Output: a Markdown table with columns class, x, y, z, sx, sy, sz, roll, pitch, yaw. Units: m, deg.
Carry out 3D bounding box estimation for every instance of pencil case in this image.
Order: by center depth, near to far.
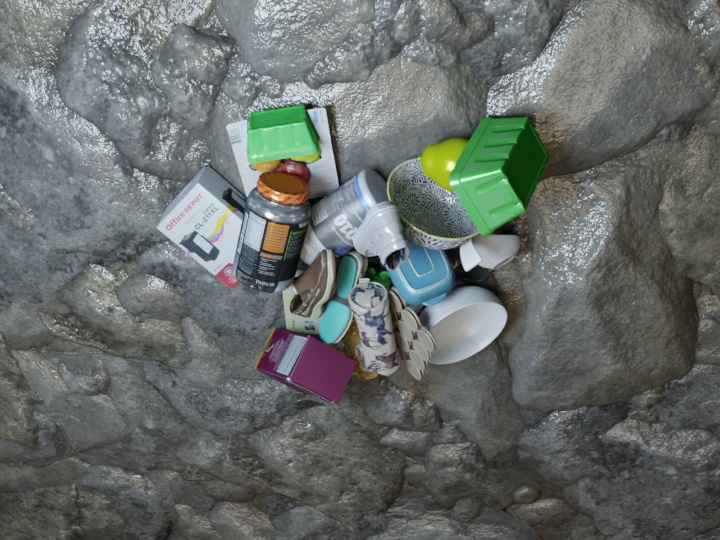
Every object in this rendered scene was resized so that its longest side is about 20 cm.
| class | x | y | z | sx | sy | sz | roll | pitch | yaw |
| --- | --- | --- | --- | --- | --- | --- | --- | --- | --- |
| pencil case | 0.029 | 0.112 | 1.476 | 0.077 | 0.090 | 0.202 | -18 | 129 | -6 |

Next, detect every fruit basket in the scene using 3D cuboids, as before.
| class | x | y | z | sx | sy | sz | roll | pitch | yaw |
| --- | --- | --- | --- | --- | --- | --- | --- | --- | --- |
| fruit basket | 0.208 | -0.175 | 1.327 | 0.214 | 0.217 | 0.156 | -27 | 116 | 21 |
| fruit basket | -0.140 | -0.210 | 1.400 | 0.183 | 0.095 | 0.201 | -9 | 141 | 2 |

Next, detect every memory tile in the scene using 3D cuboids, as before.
| class | x | y | z | sx | sy | sz | roll | pitch | yaw |
| --- | --- | --- | --- | --- | --- | --- | --- | --- | --- |
| memory tile | 0.091 | 0.128 | 1.495 | 0.154 | 0.017 | 0.201 | 50 | 158 | 19 |

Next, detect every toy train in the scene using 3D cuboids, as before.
| class | x | y | z | sx | sy | sz | roll | pitch | yaw |
| --- | --- | --- | --- | --- | --- | --- | --- | --- | --- |
| toy train | 0.000 | 0.000 | 1.541 | 0.197 | 0.042 | 0.057 | 15 | 133 | -4 |

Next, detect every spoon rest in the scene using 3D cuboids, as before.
| class | x | y | z | sx | sy | sz | roll | pitch | yaw |
| --- | --- | --- | --- | --- | --- | --- | --- | --- | --- |
| spoon rest | 0.243 | -0.038 | 1.422 | 0.099 | 0.199 | 0.061 | -36 | 75 | 28 |

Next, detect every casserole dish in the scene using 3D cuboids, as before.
| class | x | y | z | sx | sy | sz | roll | pitch | yaw |
| --- | --- | --- | --- | --- | --- | --- | --- | --- | --- |
| casserole dish | 0.106 | -0.029 | 1.430 | 0.120 | 0.202 | 0.039 | -22 | 159 | -8 |

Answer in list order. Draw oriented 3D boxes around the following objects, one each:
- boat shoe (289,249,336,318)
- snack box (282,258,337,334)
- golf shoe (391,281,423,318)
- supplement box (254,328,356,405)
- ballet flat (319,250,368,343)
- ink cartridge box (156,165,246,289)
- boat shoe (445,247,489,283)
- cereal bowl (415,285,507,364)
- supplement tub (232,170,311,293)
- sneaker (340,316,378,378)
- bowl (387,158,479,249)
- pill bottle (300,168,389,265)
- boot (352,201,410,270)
| class | x | y | z | sx | sy | sz | roll | pitch | yaw |
| --- | --- | --- | --- | --- | --- | --- | --- | --- | --- |
| boat shoe | -0.098 | 0.032 | 1.437 | 0.074 | 0.075 | 0.203 | 2 | 143 | -15 |
| snack box | -0.103 | 0.059 | 1.564 | 0.114 | 0.037 | 0.202 | 4 | 136 | 4 |
| golf shoe | 0.110 | 0.066 | 1.531 | 0.090 | 0.076 | 0.201 | -10 | 149 | -8 |
| supplement box | -0.120 | 0.199 | 1.569 | 0.130 | 0.199 | 0.104 | 32 | 76 | -25 |
| ballet flat | -0.026 | 0.057 | 1.493 | 0.067 | 0.062 | 0.202 | 29 | 111 | 26 |
| ink cartridge box | -0.282 | -0.084 | 1.487 | 0.200 | 0.083 | 0.145 | 41 | 118 | -19 |
| boat shoe | 0.167 | -0.015 | 1.499 | 0.198 | 0.068 | 0.072 | 21 | 121 | -10 |
| cereal bowl | 0.197 | 0.101 | 1.538 | 0.198 | 0.084 | 0.201 | -16 | 141 | -13 |
| supplement tub | -0.160 | -0.071 | 1.369 | 0.121 | 0.123 | 0.202 | 16 | 118 | -5 |
| sneaker | 0.001 | 0.131 | 1.598 | 0.075 | 0.088 | 0.202 | 0 | 122 | 26 |
| bowl | 0.134 | -0.105 | 1.382 | 0.198 | 0.202 | 0.095 | 16 | 139 | -5 |
| pill bottle | -0.034 | -0.097 | 1.435 | 0.199 | 0.114 | 0.114 | -32 | 115 | 26 |
| boot | 0.038 | -0.040 | 1.334 | 0.073 | 0.097 | 0.200 | -16 | 164 | -12 |
